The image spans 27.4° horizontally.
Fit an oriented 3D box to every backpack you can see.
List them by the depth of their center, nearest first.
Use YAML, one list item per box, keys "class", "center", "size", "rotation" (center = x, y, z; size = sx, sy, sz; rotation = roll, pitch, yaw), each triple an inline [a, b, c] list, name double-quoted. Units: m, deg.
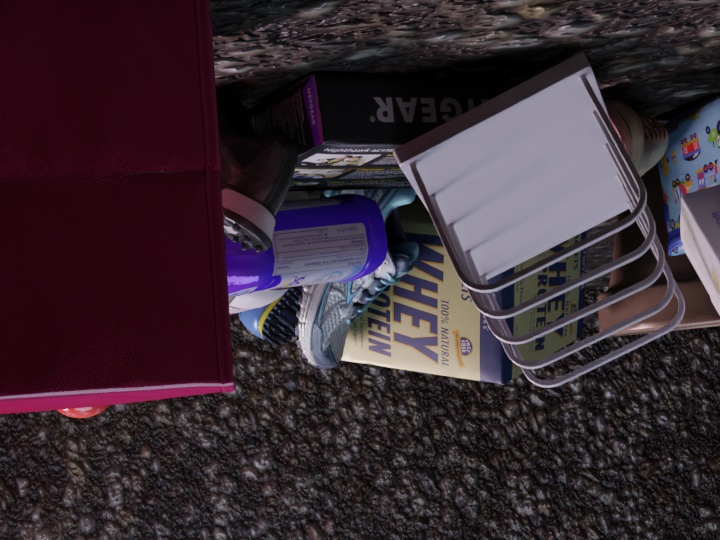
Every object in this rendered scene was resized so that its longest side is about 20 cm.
- class: "backpack"
  center: [0.336, -0.040, 1.205]
  size: [0.134, 0.201, 0.182]
  rotation: [-4, 176, -21]

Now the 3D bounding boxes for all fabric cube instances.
- class: "fabric cube"
  center: [-0.166, -0.031, 0.728]
  size: [0.198, 0.201, 0.196]
  rotation: [-4, 176, -4]

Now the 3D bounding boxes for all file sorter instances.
- class: "file sorter"
  center: [0.133, -0.021, 1.008]
  size: [0.138, 0.125, 0.200]
  rotation: [-26, 150, 7]

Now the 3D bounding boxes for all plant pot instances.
- class: "plant pot"
  center: [0.323, -0.031, 1.437]
  size: [0.199, 0.176, 0.200]
  rotation: [-6, 174, -1]

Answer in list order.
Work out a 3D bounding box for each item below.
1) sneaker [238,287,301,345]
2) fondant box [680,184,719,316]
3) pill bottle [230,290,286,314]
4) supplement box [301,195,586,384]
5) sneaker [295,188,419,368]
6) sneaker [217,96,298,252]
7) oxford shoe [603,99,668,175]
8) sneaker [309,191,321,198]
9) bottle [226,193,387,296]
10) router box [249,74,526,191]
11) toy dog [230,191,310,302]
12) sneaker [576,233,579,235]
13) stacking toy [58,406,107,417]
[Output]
- class: "sneaker"
  center: [-0.052, -0.013, 1.555]
  size: [0.078, 0.200, 0.066]
  rotation: [41, 176, 45]
- class: "fondant box"
  center: [0.348, -0.015, 1.051]
  size: [0.199, 0.145, 0.058]
  rotation: [-17, 135, -1]
- class: "pill bottle"
  center: [-0.126, -0.014, 1.458]
  size: [0.112, 0.113, 0.200]
  rotation: [-3, 174, -27]
- class: "supplement box"
  center: [0.080, 0.004, 1.343]
  size: [0.199, 0.135, 0.200]
  rotation: [7, -166, 28]
- class: "sneaker"
  center: [0.000, 0.000, 1.228]
  size: [0.086, 0.201, 0.078]
  rotation: [15, -153, 8]
- class: "sneaker"
  center: [-0.115, -0.078, 0.992]
  size: [0.200, 0.091, 0.066]
  rotation: [19, 164, 40]
- class: "oxford shoe"
  center: [0.207, -0.107, 1.173]
  size: [0.074, 0.071, 0.200]
  rotation: [-31, 174, 0]
- class: "sneaker"
  center: [0.011, -0.051, 1.486]
  size: [0.076, 0.081, 0.200]
  rotation: [21, 171, 34]
- class: "bottle"
  center: [-0.079, -0.015, 1.071]
  size: [0.199, 0.066, 0.083]
  rotation: [-8, 176, -35]
- class: "router box"
  center: [0.021, -0.095, 1.047]
  size: [0.199, 0.051, 0.149]
  rotation: [-3, 173, -31]
- class: "toy dog"
  center: [-0.122, -0.017, 1.210]
  size: [0.193, 0.140, 0.200]
  rotation: [23, 150, -35]
- class: "sneaker"
  center: [0.119, -0.093, 1.198]
  size: [0.105, 0.076, 0.200]
  rotation: [43, 173, -25]
- class: "stacking toy"
  center: [-0.216, 0.009, 1.095]
  size: [0.085, 0.201, 0.085]
  rotation: [-6, 175, -1]
